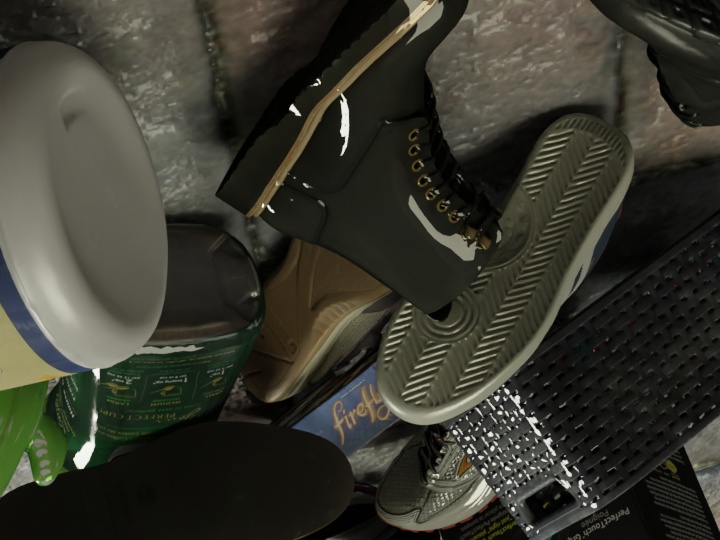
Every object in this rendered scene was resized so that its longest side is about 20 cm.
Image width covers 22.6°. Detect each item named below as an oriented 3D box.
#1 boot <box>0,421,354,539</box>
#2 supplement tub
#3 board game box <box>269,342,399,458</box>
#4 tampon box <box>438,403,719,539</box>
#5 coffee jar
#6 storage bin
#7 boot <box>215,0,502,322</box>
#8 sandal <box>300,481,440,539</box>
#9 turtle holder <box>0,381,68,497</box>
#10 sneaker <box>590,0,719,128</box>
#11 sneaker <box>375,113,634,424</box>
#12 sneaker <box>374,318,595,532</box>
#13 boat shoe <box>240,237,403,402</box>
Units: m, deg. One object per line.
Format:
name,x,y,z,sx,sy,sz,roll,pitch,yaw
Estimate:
boot,-0.103,0.131,1.001,0.200,0.074,0.075,-10,165,-2
supplement tub,-0.201,-0.011,0.793,0.200,0.144,0.144,-12,150,15
board game box,-0.012,0.085,1.074,0.200,0.035,0.135,-39,-179,34
tampon box,0.152,0.184,1.227,0.150,0.200,0.126,-34,145,25
coffee jar,-0.123,0.063,1.015,0.104,0.085,0.200,-4,145,-21
storage bin,0.162,0.058,1.049,0.200,0.094,0.135,-35,173,-25
boot,0.034,-0.063,0.859,0.138,0.077,0.200,33,143,-10
sandal,-0.020,0.179,1.261,0.200,0.075,0.048,7,123,-34
turtle holder,-0.225,0.063,0.920,0.132,0.141,0.186,26,134,-27
sneaker,0.179,-0.111,0.916,0.200,0.076,0.091,16,142,-38
sneaker,0.083,0.010,0.984,0.200,0.075,0.085,-49,163,-15
sneaker,0.068,0.095,1.181,0.082,0.078,0.200,16,125,-36
boat shoe,0.000,0.000,1.003,0.065,0.072,0.200,-12,148,-46
